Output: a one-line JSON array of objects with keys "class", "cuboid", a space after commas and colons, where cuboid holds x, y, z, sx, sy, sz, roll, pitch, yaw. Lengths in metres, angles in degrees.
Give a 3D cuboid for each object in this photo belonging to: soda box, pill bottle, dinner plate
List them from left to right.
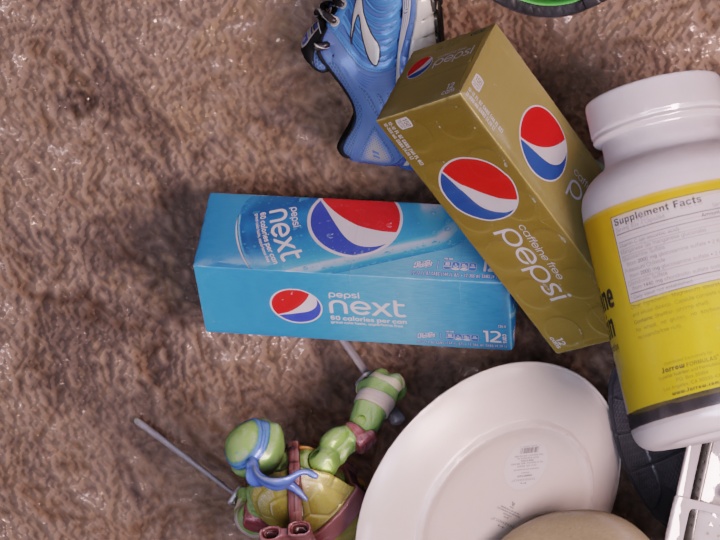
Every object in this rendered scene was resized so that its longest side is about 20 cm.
[{"class": "soda box", "cuboid": [0.000, 0.000, 1.465, 0.198, 0.065, 0.068, 3, 140, 8]}, {"class": "dinner plate", "cuboid": [0.087, 0.152, 1.461, 0.199, 0.024, 0.202, -15, 119, -28]}, {"class": "soda box", "cuboid": [0.099, -0.045, 1.381, 0.067, 0.064, 0.200, -15, 126, 40]}, {"class": "pill bottle", "cuboid": [0.188, -0.006, 1.329, 0.111, 0.112, 0.202, -14, 80, 13]}]

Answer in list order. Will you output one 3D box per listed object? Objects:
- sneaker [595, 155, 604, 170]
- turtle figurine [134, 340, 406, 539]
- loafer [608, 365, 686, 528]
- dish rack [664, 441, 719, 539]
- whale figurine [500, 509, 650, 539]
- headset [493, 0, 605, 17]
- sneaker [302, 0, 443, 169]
[{"class": "sneaker", "cuboid": [0.245, -0.083, 1.418, 0.198, 0.078, 0.141, 15, 90, 15]}, {"class": "turtle figurine", "cuboid": [-0.013, 0.129, 1.511, 0.144, 0.200, 0.194, -48, 115, -5]}, {"class": "loafer", "cuboid": [0.222, 0.137, 1.489, 0.072, 0.063, 0.201, -21, 97, 45]}, {"class": "dish rack", "cuboid": [0.275, 0.109, 1.434, 0.170, 0.044, 0.202, 13, 89, -12]}, {"class": "whale figurine", "cuboid": [0.130, 0.246, 1.405, 0.158, 0.201, 0.104, -11, 142, 25]}, {"class": "headset", "cuboid": [0.138, -0.227, 1.378, 0.199, 0.094, 0.124, -30, 99, 27]}, {"class": "sneaker", "cuboid": [0.005, -0.157, 1.419, 0.088, 0.079, 0.202, -3, 105, 8]}]
